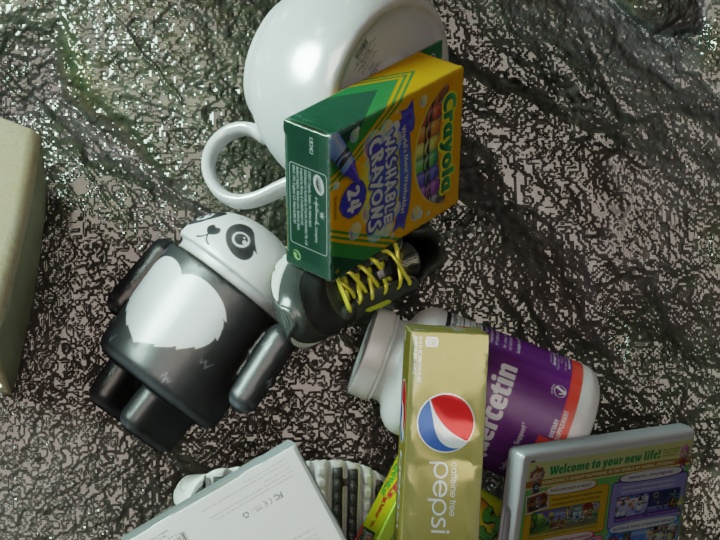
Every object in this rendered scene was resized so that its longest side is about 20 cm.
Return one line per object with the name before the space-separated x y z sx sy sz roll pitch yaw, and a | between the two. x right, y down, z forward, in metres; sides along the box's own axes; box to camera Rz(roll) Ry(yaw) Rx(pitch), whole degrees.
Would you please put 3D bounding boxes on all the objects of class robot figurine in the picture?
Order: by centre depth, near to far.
robot figurine | -0.136 0.047 1.279 0.150 0.125 0.201 38 83 -6

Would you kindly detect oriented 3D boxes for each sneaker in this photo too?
sneaker | 0.000 0.000 1.262 0.084 0.200 0.075 -17 100 34
sneaker | -0.063 0.192 1.301 0.198 0.081 0.076 7 87 -24

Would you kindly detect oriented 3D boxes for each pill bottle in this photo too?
pill bottle | 0.093 0.102 1.301 0.198 0.112 0.114 21 83 -3

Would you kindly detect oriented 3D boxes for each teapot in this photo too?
teapot | -0.031 -0.162 1.300 0.145 0.199 0.200 22 118 32

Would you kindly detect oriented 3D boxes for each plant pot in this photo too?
plant pot | -0.347 -0.034 1.242 0.197 0.200 0.179 19 72 -3

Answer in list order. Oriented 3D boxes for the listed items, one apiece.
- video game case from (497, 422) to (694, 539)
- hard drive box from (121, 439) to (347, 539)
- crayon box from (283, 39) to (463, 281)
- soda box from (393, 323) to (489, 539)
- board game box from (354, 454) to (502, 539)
video game case | 0.189 0.224 1.271 0.198 0.022 0.185 -3 105 -36
hard drive box | -0.072 0.257 1.193 0.155 0.077 0.202 -28 90 -8
crayon box | 0.023 -0.092 1.239 0.051 0.127 0.199 22 38 32
soda box | 0.062 0.146 1.212 0.063 0.068 0.203 2 93 -3
board game box | 0.100 0.241 1.298 0.199 0.048 0.102 31 82 -16
